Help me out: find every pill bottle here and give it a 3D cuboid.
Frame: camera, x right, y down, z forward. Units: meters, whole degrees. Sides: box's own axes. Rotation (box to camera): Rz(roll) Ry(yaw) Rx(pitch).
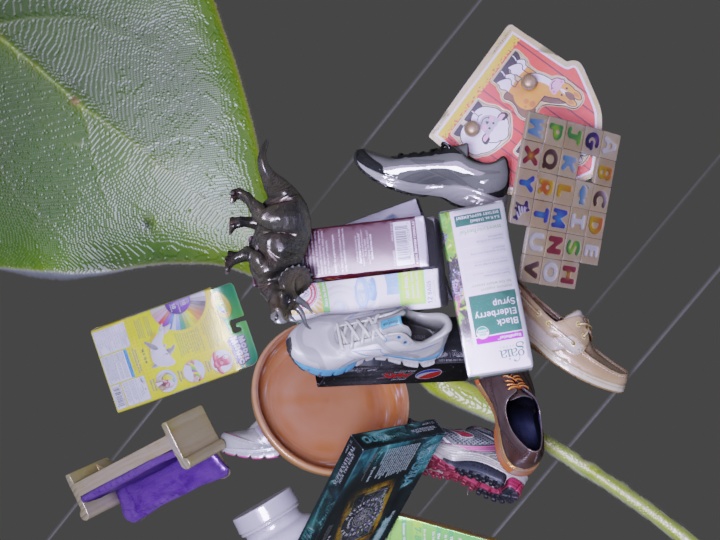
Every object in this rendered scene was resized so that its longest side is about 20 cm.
[{"bbox_3d":[-0.076,0.380,1.652,0.112,0.112,0.200,-30,87,8],"label":"pill bottle"}]

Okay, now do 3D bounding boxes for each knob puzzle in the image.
[{"bbox_3d":[0.214,-0.181,1.642,0.219,0.030,0.220,0,91,8],"label":"knob puzzle"}]

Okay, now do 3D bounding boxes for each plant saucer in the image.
[{"bbox_3d":[-0.039,0.158,1.606,0.200,0.037,0.200,8,63,-16],"label":"plant saucer"}]

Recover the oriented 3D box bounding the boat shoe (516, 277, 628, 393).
[{"bbox_3d":[0.250,0.077,1.619,0.200,0.074,0.069,32,101,7],"label":"boat shoe"}]

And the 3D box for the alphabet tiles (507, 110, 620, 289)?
[{"bbox_3d":[0.243,-0.080,1.591,0.008,0.167,0.200,12,93,51],"label":"alphabet tiles"}]

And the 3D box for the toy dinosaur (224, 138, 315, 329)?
[{"bbox_3d":[-0.094,-0.038,1.428,0.102,0.077,0.200,5,83,-3],"label":"toy dinosaur"}]

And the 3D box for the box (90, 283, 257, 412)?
[{"bbox_3d":[-0.237,0.098,1.704,0.200,0.048,0.117,-19,88,10],"label":"box"}]

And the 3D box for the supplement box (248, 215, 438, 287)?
[{"bbox_3d":[-0.017,-0.020,1.497,0.200,0.109,0.061,-6,88,9],"label":"supplement box"}]

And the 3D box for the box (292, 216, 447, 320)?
[{"bbox_3d":[0.000,0.000,1.601,0.200,0.101,0.113,-5,89,8],"label":"box"}]

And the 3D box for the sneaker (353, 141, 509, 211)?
[{"bbox_3d":[0.090,-0.128,1.635,0.200,0.074,0.079,13,101,5],"label":"sneaker"}]

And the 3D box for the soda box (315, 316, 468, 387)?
[{"bbox_3d":[0.045,0.099,1.603,0.200,0.071,0.063,0,64,-20],"label":"soda box"}]

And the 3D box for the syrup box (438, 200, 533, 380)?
[{"bbox_3d":[0.148,0.026,1.555,0.079,0.081,0.200,-10,83,4],"label":"syrup box"}]

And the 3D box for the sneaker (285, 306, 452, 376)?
[{"bbox_3d":[0.014,0.070,1.515,0.200,0.087,0.075,-5,67,-20],"label":"sneaker"}]

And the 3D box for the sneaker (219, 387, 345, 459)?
[{"bbox_3d":[-0.086,0.187,1.673,0.200,0.081,0.088,-14,85,2],"label":"sneaker"}]

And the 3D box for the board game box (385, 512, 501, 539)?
[{"bbox_3d":[0.094,0.370,1.670,0.200,0.030,0.096,14,94,11],"label":"board game box"}]

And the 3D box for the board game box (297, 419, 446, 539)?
[{"bbox_3d":[0.009,0.266,1.571,0.028,0.135,0.200,49,127,34],"label":"board game box"}]

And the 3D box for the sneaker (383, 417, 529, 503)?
[{"bbox_3d":[0.117,0.223,1.647,0.200,0.081,0.075,21,60,14],"label":"sneaker"}]

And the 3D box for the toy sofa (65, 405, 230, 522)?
[{"bbox_3d":[-0.267,0.258,1.661,0.200,0.083,0.098,-29,85,29],"label":"toy sofa"}]

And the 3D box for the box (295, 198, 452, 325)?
[{"bbox_3d":[0.002,0.006,1.671,0.200,0.038,0.137,-20,88,8],"label":"box"}]

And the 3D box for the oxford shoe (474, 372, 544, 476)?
[{"bbox_3d":[0.188,0.145,1.603,0.071,0.073,0.200,-7,63,-16],"label":"oxford shoe"}]
